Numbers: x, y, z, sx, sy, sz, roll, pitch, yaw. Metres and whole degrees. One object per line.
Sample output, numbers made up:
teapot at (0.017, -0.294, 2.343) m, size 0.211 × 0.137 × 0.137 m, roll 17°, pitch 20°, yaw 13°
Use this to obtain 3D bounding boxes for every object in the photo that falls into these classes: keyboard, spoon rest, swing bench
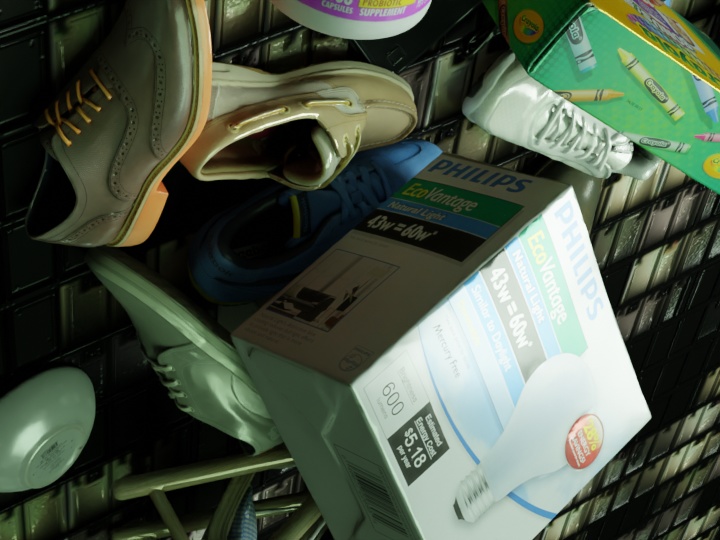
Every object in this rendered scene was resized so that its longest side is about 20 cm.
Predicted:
keyboard at (0.080, -0.194, 1.094) m, size 0.200 × 0.021 × 0.127 m, roll -40°, pitch 144°, yaw 1°
spoon rest at (-0.253, 0.135, 1.122) m, size 0.200 × 0.060 × 0.100 m, roll -42°, pitch 154°, yaw -25°
swing bench at (-0.066, 0.179, 1.241) m, size 0.199 × 0.130 × 0.199 m, roll -28°, pitch 166°, yaw -16°

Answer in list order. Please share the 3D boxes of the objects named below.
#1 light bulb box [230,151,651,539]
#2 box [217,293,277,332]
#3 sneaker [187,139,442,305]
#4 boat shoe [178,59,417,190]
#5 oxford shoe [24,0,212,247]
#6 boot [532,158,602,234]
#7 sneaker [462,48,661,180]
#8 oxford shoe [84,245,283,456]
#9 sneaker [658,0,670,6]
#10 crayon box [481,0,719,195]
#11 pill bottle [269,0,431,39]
light bulb box at (0.057, 0.067, 1.082) m, size 0.200 × 0.124 × 0.199 m, roll -41°, pitch 126°, yaw -24°
box at (0.000, 0.000, 1.205) m, size 0.199 × 0.068 × 0.082 m, roll -24°, pitch 146°, yaw -26°
sneaker at (-0.017, -0.037, 1.111) m, size 0.199 × 0.066 × 0.078 m, roll -25°, pitch 174°, yaw -23°
boat shoe at (-0.038, -0.081, 1.044) m, size 0.199 × 0.069 × 0.074 m, roll -6°, pitch 146°, yaw -40°
oxford shoe at (-0.135, -0.085, 0.944) m, size 0.073 × 0.071 × 0.201 m, roll -9°, pitch 138°, yaw -34°
boot at (0.147, -0.013, 1.268) m, size 0.201 × 0.074 × 0.097 m, roll -62°, pitch -164°, yaw -19°
sneaker at (0.151, -0.108, 1.224) m, size 0.199 × 0.081 × 0.075 m, roll 5°, pitch 129°, yaw -49°
oxford shoe at (-0.108, 0.056, 1.095) m, size 0.058 × 0.075 × 0.200 m, roll -44°, pitch 124°, yaw 1°
sneaker at (0.180, -0.207, 1.152) m, size 0.065 × 0.079 × 0.201 m, roll -6°, pitch 134°, yaw -9°
crayon box at (0.165, -0.136, 1.073) m, size 0.199 × 0.119 × 0.058 m, roll 26°, pitch 117°, yaw -37°
pill bottle at (0.011, -0.227, 0.888) m, size 0.104 × 0.104 × 0.201 m, roll -18°, pitch 143°, yaw -33°
